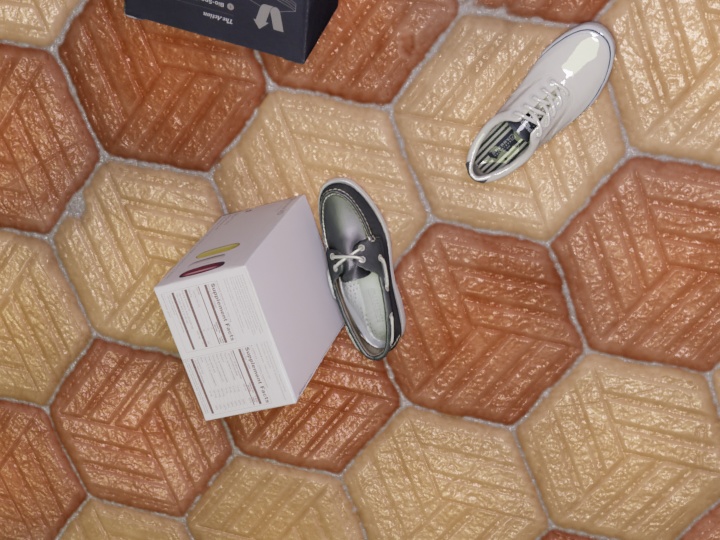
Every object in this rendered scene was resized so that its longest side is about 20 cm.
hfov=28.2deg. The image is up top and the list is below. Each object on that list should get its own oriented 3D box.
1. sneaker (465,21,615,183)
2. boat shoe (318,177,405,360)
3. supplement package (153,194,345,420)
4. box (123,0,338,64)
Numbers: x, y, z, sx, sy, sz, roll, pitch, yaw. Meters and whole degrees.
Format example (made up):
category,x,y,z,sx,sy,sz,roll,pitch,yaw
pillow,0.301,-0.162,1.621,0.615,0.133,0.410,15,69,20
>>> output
category,x,y,z,sx,sy,sz,roll,pitch,yaw
sneaker,0.180,-0.158,1.423,0.073,0.071,0.201,38,118,-2
boat shoe,0.000,0.000,1.552,0.075,0.060,0.202,-16,108,22
supplement package,-0.110,0.035,1.521,0.109,0.200,0.158,-12,109,21
box,-0.120,-0.333,1.383,0.194,0.118,0.202,17,133,9
